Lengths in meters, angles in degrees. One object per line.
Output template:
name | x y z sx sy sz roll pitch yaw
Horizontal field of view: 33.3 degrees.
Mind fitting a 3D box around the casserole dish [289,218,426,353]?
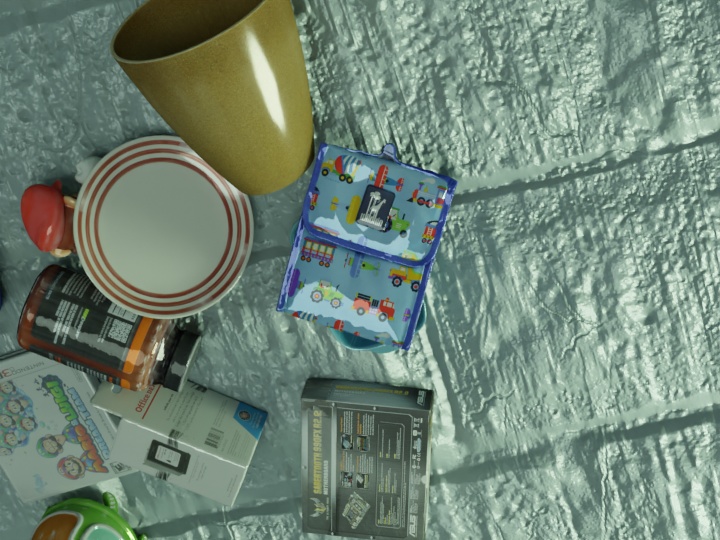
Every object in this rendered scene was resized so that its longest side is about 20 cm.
casserole dish | 0.000 0.000 1.361 0.120 0.039 0.201 -18 112 17

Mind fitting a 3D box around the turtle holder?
turtle holder | -0.359 0.394 1.557 0.139 0.132 0.187 2 116 7

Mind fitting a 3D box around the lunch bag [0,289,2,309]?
lunch bag | -0.512 -0.016 1.409 0.159 0.083 0.202 -4 115 12

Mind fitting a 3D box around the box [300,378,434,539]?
box | 0.007 0.234 1.468 0.157 0.048 0.202 4 116 8

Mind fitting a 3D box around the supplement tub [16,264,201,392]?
supplement tub | -0.290 0.075 1.405 0.198 0.107 0.108 22 117 -2

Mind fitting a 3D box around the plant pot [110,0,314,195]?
plant pot | -0.127 -0.182 1.228 0.185 0.187 0.201 -15 125 15

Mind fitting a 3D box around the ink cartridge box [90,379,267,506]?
ink cartridge box | -0.223 0.190 1.446 0.198 0.116 0.067 22 118 -2

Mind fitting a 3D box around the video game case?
video game case | -0.397 0.192 1.525 0.180 0.024 0.201 -18 112 17

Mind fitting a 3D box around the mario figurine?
mario figurine | -0.287 -0.054 1.375 0.198 0.106 0.125 20 81 -13

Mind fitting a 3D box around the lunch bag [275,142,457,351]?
lunch bag | 0.010 -0.039 1.284 0.149 0.094 0.202 16 105 2

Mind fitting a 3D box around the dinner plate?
dinner plate | -0.216 -0.048 1.330 0.198 0.024 0.203 1 85 -16
